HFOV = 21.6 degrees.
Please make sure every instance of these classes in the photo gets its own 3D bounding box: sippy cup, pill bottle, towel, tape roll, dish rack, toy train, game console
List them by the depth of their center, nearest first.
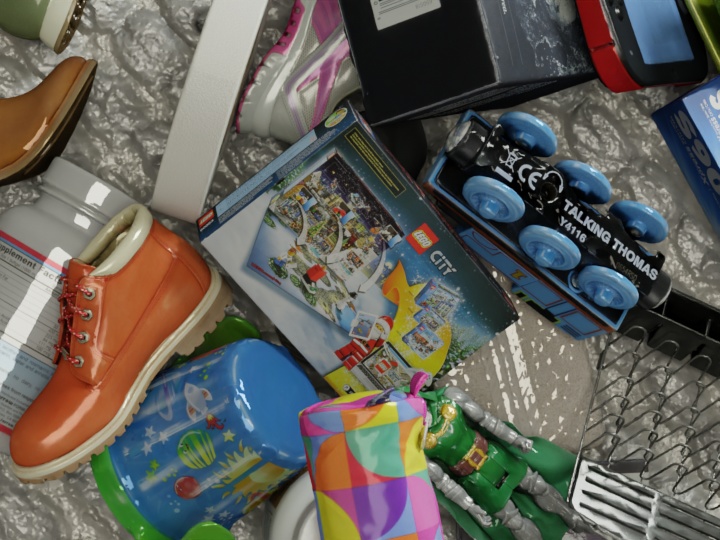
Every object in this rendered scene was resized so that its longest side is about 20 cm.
[{"bbox_3d":[-0.009,0.188,1.325,0.113,0.200,0.115,0,87,-6],"label":"pill bottle"},{"bbox_3d":[-0.100,0.116,1.328,0.130,0.139,0.179,-31,70,31],"label":"sippy cup"},{"bbox_3d":[-0.100,-0.132,1.330,0.037,0.203,0.204,18,86,-5],"label":"tape roll"},{"bbox_3d":[0.129,-0.032,1.347,0.199,0.114,0.087,36,65,-15],"label":"toy train"},{"bbox_3d":[-0.234,0.025,1.356,0.108,0.109,0.201,30,85,-4],"label":"pill bottle"},{"bbox_3d":[0.195,-0.217,1.373,0.031,0.200,0.178,-14,90,27],"label":"game console"},{"bbox_3d":[0.234,0.119,1.388,0.152,0.055,0.201,23,56,-5],"label":"dish rack"},{"bbox_3d":[0.106,0.050,1.412,0.132,0.034,0.202,-14,91,-17],"label":"towel"}]

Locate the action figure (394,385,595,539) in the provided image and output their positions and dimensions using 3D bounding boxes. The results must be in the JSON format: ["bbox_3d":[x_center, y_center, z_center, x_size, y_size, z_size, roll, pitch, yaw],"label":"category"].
[{"bbox_3d":[0.091,0.145,1.360,0.200,0.055,0.119,40,76,-25],"label":"action figure"}]

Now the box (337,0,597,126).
[{"bbox_3d":[0.079,-0.218,1.340,0.117,0.199,0.198,-15,90,36],"label":"box"}]

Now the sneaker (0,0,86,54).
[{"bbox_3d":[-0.227,-0.267,1.388,0.089,0.067,0.202,19,85,-2],"label":"sneaker"}]

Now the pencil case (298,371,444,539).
[{"bbox_3d":[0.017,0.169,1.187,0.088,0.088,0.202,-8,90,-6],"label":"pencil case"}]

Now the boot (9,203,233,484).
[{"bbox_3d":[-0.186,0.048,1.290,0.200,0.075,0.107,-52,126,-18],"label":"boot"}]

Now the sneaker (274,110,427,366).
[{"bbox_3d":[0.000,-0.028,1.395,0.074,0.106,0.201,26,120,18],"label":"sneaker"}]

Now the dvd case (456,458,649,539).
[{"bbox_3d":[0.148,0.246,1.430,0.147,0.016,0.202,-2,89,-4],"label":"dvd case"}]

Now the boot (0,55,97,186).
[{"bbox_3d":[-0.300,-0.112,1.381,0.155,0.077,0.200,39,92,1],"label":"boot"}]

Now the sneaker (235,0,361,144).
[{"bbox_3d":[-0.014,-0.175,1.404,0.088,0.081,0.201,28,94,-5],"label":"sneaker"}]

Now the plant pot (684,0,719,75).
[{"bbox_3d":[0.362,-0.182,1.378,0.198,0.181,0.201,-27,90,-13],"label":"plant pot"}]

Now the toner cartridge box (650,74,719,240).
[{"bbox_3d":[0.293,-0.045,1.416,0.043,0.095,0.201,-29,90,-5],"label":"toner cartridge box"}]

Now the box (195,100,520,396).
[{"bbox_3d":[0.000,0.000,1.317,0.136,0.038,0.200,-37,117,7],"label":"box"}]
